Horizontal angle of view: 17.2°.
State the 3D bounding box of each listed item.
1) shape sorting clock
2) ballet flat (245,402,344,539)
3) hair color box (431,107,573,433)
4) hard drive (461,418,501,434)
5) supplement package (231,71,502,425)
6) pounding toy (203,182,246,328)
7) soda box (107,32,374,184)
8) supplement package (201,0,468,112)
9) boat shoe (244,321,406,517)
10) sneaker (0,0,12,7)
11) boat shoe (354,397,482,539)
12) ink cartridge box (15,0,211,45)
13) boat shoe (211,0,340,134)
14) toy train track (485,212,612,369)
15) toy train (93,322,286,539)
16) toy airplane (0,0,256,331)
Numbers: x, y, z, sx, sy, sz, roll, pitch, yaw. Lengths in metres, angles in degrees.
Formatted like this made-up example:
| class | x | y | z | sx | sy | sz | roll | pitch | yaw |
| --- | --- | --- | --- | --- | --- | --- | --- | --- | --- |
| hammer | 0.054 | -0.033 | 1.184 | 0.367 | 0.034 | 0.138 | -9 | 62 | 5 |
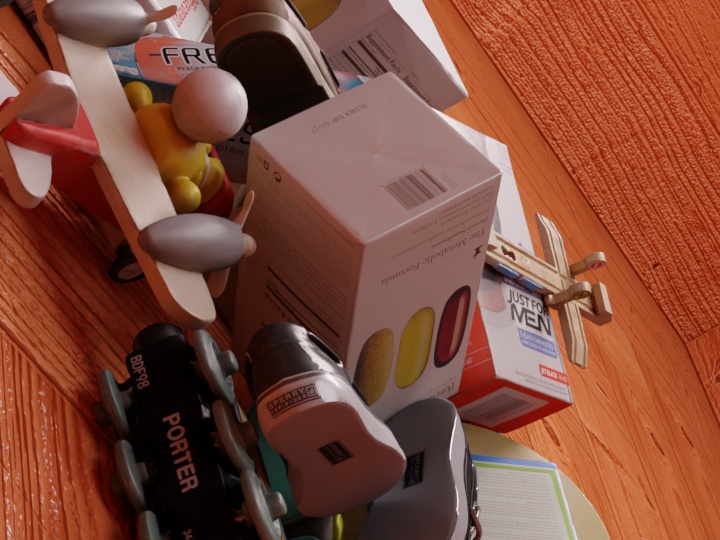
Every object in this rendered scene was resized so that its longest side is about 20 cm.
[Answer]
| class | x | y | z | sx | sy | sz | roll | pitch | yaw |
| --- | --- | --- | --- | --- | --- | --- | --- | --- | --- |
| shape sorting clock | 0.069 | 0.175 | 1.512 | 0.199 | 0.039 | 0.200 | 14 | 39 | -11 |
| ballet flat | -0.037 | 0.168 | 1.437 | 0.067 | 0.067 | 0.200 | 79 | -4 | -50 |
| hair color box | 0.073 | 0.001 | 1.623 | 0.111 | 0.064 | 0.201 | 20 | 50 | -55 |
| hard drive | 0.052 | 0.027 | 1.662 | 0.132 | 0.025 | 0.200 | 42 | 35 | -39 |
| supplement package | 0.000 | 0.000 | 1.472 | 0.110 | 0.114 | 0.200 | 44 | -34 | 30 |
| pounding toy | -0.028 | 0.002 | 1.727 | 0.184 | 0.142 | 0.200 | 55 | 28 | -20 |
| soda box | -0.087 | -0.103 | 1.576 | 0.199 | 0.069 | 0.064 | 10 | 34 | -19 |
| supplement package | -0.056 | -0.167 | 1.803 | 0.151 | 0.200 | 0.152 | 42 | 21 | -57 |
| boat shoe | -0.021 | 0.084 | 1.334 | 0.200 | 0.068 | 0.057 | 68 | -1 | -66 |
| sneaker | -0.193 | -0.261 | 1.516 | 0.095 | 0.200 | 0.079 | 46 | -14 | -5 |
| boat shoe | 0.039 | 0.158 | 1.430 | 0.199 | 0.073 | 0.068 | -87 | 152 | -61 |
| ink cartridge box | -0.195 | -0.222 | 1.636 | 0.200 | 0.084 | 0.144 | 56 | 11 | -12 |
| boat shoe | -0.040 | -0.109 | 1.501 | 0.200 | 0.072 | 0.068 | 72 | 7 | -51 |
| toy train track | 0.128 | -0.003 | 1.623 | 0.200 | 0.032 | 0.115 | 26 | 46 | -53 |
| toy train | -0.083 | 0.122 | 1.297 | 0.114 | 0.085 | 0.200 | 65 | 2 | -47 |
| toy airplane | -0.135 | -0.079 | 1.395 | 0.200 | 0.141 | 0.199 | 56 | 12 | -17 |
